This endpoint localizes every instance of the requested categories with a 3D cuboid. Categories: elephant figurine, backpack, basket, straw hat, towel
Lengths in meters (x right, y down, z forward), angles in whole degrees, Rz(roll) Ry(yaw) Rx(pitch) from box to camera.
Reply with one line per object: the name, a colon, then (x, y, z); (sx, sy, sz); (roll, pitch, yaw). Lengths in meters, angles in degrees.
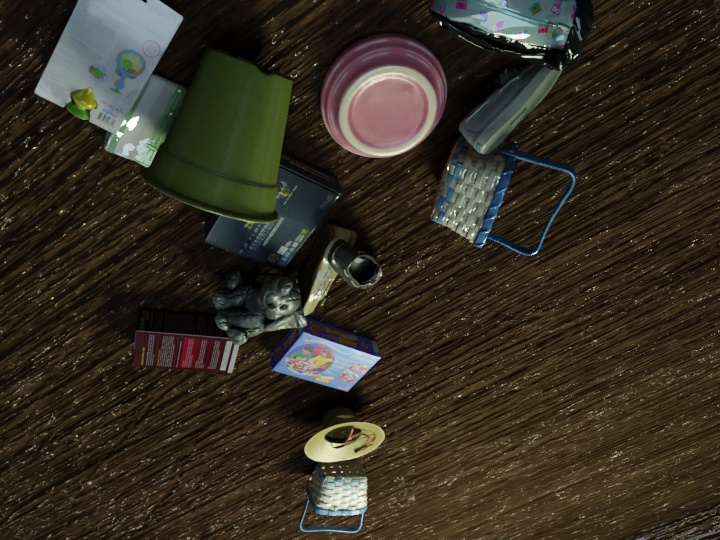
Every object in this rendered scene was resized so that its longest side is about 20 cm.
elephant figurine: (-0.155, 0.057, 1.144); (0.197, 0.156, 0.143); (-15, 117, 27)
backpack: (0.188, -0.353, 0.834); (0.196, 0.167, 0.129); (11, 112, -17)
basket: (-0.062, 0.611, 1.708); (0.173, 0.139, 0.204); (9, 101, -20)
straw hat: (-0.046, 0.379, 1.537); (0.197, 0.086, 0.203); (-9, 140, -8)
towel: (-0.267, -0.199, 0.961); (0.198, 0.031, 0.149); (22, 127, -30)
basket: (0.227, -0.124, 1.038); (0.197, 0.140, 0.178); (24, 132, 6)

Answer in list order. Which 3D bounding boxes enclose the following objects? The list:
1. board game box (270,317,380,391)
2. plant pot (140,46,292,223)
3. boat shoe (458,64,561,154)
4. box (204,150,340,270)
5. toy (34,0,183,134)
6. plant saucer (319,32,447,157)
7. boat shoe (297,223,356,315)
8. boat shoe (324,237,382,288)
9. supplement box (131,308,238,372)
board game box: (-0.074, 0.183, 1.366); (0.198, 0.045, 0.135); (22, 126, -30)
plant pot: (-0.178, -0.193, 0.876); (0.197, 0.200, 0.193); (15, 104, -25)
boat shoe: (0.227, -0.268, 0.959); (0.201, 0.071, 0.070); (-46, 163, -3)
box: (-0.150, -0.102, 1.066); (0.156, 0.052, 0.200); (22, 126, -29)
toy: (-0.333, -0.291, 0.843); (0.114, 0.048, 0.201); (26, 118, -32)
plant saucer: (0.038, -0.250, 0.962); (0.196, 0.051, 0.203); (-6, 134, -6)
boat shoe: (-0.067, 0.007, 1.176); (0.062, 0.074, 0.202); (7, 129, -27)
boat shoe: (0.000, 0.000, 1.144); (0.067, 0.057, 0.200); (-55, 151, 1)
supplement box: (-0.342, 0.141, 1.257); (0.196, 0.062, 0.110); (7, 132, -20)
